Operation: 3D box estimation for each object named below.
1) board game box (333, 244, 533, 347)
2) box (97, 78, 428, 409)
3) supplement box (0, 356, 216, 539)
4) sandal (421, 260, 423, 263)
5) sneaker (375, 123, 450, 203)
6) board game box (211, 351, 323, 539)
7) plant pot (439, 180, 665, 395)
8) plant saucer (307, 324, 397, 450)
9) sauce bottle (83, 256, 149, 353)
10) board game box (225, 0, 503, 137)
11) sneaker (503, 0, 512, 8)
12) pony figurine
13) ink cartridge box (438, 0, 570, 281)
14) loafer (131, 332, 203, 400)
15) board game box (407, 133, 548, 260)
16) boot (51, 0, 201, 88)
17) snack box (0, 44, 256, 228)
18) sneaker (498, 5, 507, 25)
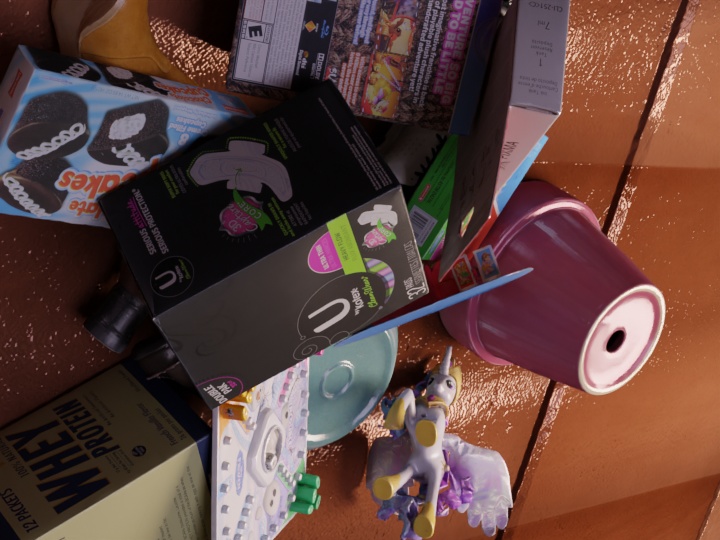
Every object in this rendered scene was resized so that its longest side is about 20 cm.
[{"bbox_3d":[0.061,0.018,1.230,0.198,0.039,0.158,-21,175,0],"label":"board game box"},{"bbox_3d":[-0.069,-0.017,1.000,0.199,0.125,0.149,-27,146,-5],"label":"box"},{"bbox_3d":[-0.225,0.223,1.145,0.199,0.134,0.201,-30,133,-25],"label":"supplement box"},{"bbox_3d":[0.000,0.000,1.171,0.081,0.200,0.055,18,87,-15],"label":"sandal"},{"bbox_3d":[0.047,-0.095,1.228,0.200,0.080,0.074,-40,134,-18],"label":"sneaker"},{"bbox_3d":[-0.078,0.159,1.176,0.200,0.026,0.202,-37,131,-65],"label":"board game box"},{"bbox_3d":[0.211,0.031,1.384,0.199,0.179,0.202,-23,130,-31],"label":"plant pot"},{"bbox_3d":[-0.032,0.103,1.317,0.199,0.036,0.202,-23,130,-30],"label":"plant saucer"},{"bbox_3d":[-0.155,-0.021,1.104,0.201,0.065,0.065,-53,138,0],"label":"sauce bottle"},{"bbox_3d":[0.005,-0.211,1.029,0.198,0.097,0.161,10,114,-7],"label":"board game box"},{"bbox_3d":[0.128,-0.238,1.207,0.070,0.078,0.200,-51,138,-5],"label":"sneaker"},{"bbox_3d":[0.072,0.196,1.374,0.200,0.165,0.195,-45,138,-67],"label":"pony figurine"},{"bbox_3d":[0.108,-0.094,1.022,0.044,0.200,0.178,9,76,-5],"label":"ink cartridge box"},{"bbox_3d":[-0.122,0.082,1.146,0.073,0.072,0.200,-26,166,23],"label":"loafer"},{"bbox_3d":[0.106,-0.083,1.247,0.154,0.040,0.200,-58,166,9],"label":"board game box"},{"bbox_3d":[-0.169,-0.163,1.003,0.143,0.071,0.202,14,111,-51],"label":"boot"},{"bbox_3d":[-0.182,-0.089,0.973,0.199,0.037,0.117,7,123,-45],"label":"snack box"},{"bbox_3d":[0.078,-0.198,1.133,0.199,0.139,0.079,0,80,-42],"label":"sneaker"}]
